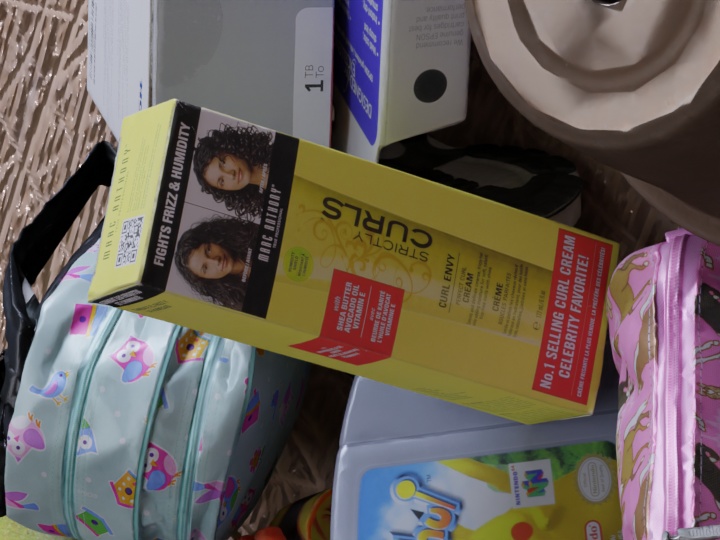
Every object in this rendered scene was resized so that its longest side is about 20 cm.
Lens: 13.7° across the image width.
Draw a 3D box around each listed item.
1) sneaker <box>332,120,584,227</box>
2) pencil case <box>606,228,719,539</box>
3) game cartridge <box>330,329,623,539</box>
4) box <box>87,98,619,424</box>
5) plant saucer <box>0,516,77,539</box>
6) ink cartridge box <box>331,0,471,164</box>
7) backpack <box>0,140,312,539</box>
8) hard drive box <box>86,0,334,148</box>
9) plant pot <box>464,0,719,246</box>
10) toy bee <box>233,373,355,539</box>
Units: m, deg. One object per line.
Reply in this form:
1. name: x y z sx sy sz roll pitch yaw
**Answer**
1. sneaker: 0.016 -0.011 1.282 0.199 0.077 0.089 19 121 49
2. pencil case: 0.125 0.073 1.084 0.201 0.082 0.087 -82 15 -48
3. game cartridge: 0.055 0.122 1.180 0.132 0.041 0.201 -9 63 8
4. box: 0.000 0.000 1.132 0.050 0.199 0.076 -12 64 60
5. plant saucer: -0.119 0.149 1.399 0.048 0.200 0.200 -40 61 8
6. ink cartridge box: 0.003 -0.139 1.224 0.198 0.043 0.201 -117 29 -61
7. backpack: -0.088 0.042 1.308 0.126 0.200 0.168 7 108 11
8. hard drive box: -0.066 -0.129 1.267 0.200 0.076 0.157 -125 36 -70
9. plant pot: 0.127 -0.101 1.021 0.199 0.174 0.202 2 93 34
10. toy bee: -0.005 0.137 1.298 0.201 0.108 0.131 60 137 24
